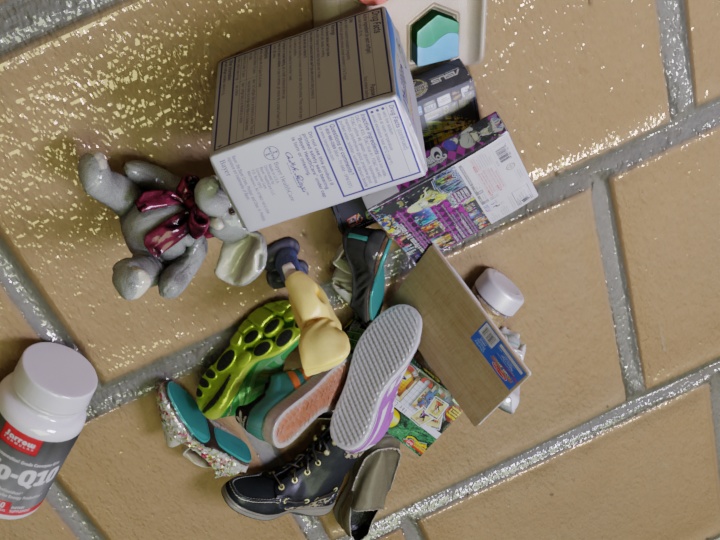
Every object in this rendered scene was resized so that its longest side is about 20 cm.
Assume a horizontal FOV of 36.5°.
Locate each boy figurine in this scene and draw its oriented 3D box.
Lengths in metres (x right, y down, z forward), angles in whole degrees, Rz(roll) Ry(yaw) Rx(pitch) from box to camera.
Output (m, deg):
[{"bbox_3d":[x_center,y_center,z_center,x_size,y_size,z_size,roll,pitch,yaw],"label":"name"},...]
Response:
[{"bbox_3d":[-0.062,0.053,1.298,0.064,0.201,0.125,-23,135,-3],"label":"boy figurine"}]

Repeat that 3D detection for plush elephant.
[{"bbox_3d":[-0.182,-0.059,1.194,0.153,0.167,0.200,-25,162,16],"label":"plush elephant"}]

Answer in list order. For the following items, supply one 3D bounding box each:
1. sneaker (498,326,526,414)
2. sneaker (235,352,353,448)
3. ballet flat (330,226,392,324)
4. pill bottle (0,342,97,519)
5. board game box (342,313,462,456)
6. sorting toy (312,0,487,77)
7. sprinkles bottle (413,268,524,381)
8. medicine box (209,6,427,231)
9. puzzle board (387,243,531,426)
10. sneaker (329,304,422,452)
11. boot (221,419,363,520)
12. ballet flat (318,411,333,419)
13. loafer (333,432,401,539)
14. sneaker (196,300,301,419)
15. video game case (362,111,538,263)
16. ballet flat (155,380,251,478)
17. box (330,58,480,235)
[{"bbox_3d":[0.188,0.128,1.478,0.070,0.201,0.081,32,104,-8],"label":"sneaker"},{"bbox_3d":[-0.078,0.150,1.390,0.199,0.079,0.072,-31,131,-49],"label":"sneaker"},{"bbox_3d":[0.000,0.000,1.362,0.067,0.069,0.201,18,151,7],"label":"ballet flat"},{"bbox_3d":[-0.403,0.194,1.326,0.113,0.114,0.201,17,119,-31],"label":"pill bottle"},{"bbox_3d":[0.038,0.157,1.481,0.199,0.024,0.105,37,111,-10],"label":"board game box"},{"bbox_3d":[0.047,-0.287,1.184,0.197,0.037,0.187,-12,130,-12],"label":"sorting toy"},{"bbox_3d":[0.137,0.091,1.495,0.068,0.069,0.201,25,115,-35],"label":"sprinkles bottle"},{"bbox_3d":[-0.044,-0.158,1.121,0.197,0.183,0.104,-16,130,10],"label":"medicine box"},{"bbox_3d":[0.123,0.083,1.382,0.017,0.201,0.151,-26,162,-35],"label":"puzzle board"},{"bbox_3d":[0.026,0.143,1.431,0.202,0.072,0.114,-61,159,-5],"label":"sneaker"},{"bbox_3d":[-0.086,0.275,1.542,0.202,0.074,0.155,11,121,-43],"label":"boot"},{"bbox_3d":[-0.053,0.183,1.504,0.197,0.047,0.068,9,122,-27],"label":"ballet flat"},{"bbox_3d":[0.019,0.326,1.629,0.074,0.070,0.202,2,125,-23],"label":"loafer"},{"bbox_3d":[-0.131,0.114,1.414,0.200,0.074,0.083,-45,150,15],"label":"sneaker"},{"bbox_3d":[0.110,-0.092,1.292,0.180,0.036,0.200,-30,156,10],"label":"video game case"},{"bbox_3d":[-0.221,0.222,1.452,0.063,0.076,0.200,-29,130,13],"label":"ballet flat"},{"bbox_3d":[0.045,-0.142,1.276,0.198,0.049,0.162,-23,139,-4],"label":"box"}]
